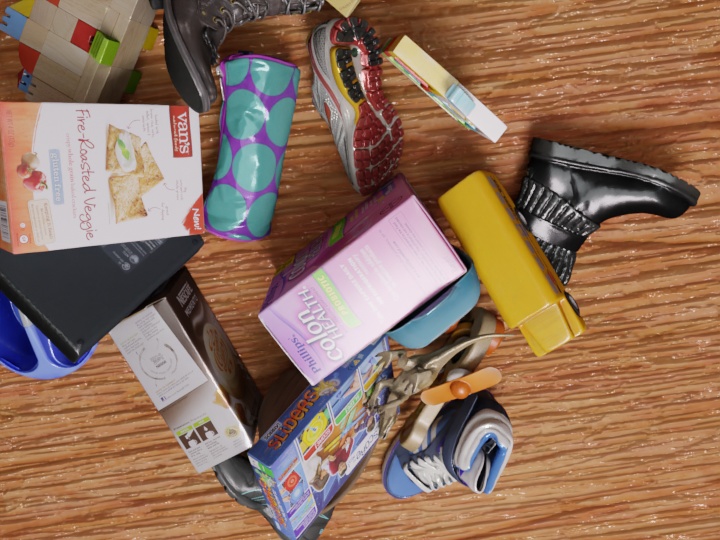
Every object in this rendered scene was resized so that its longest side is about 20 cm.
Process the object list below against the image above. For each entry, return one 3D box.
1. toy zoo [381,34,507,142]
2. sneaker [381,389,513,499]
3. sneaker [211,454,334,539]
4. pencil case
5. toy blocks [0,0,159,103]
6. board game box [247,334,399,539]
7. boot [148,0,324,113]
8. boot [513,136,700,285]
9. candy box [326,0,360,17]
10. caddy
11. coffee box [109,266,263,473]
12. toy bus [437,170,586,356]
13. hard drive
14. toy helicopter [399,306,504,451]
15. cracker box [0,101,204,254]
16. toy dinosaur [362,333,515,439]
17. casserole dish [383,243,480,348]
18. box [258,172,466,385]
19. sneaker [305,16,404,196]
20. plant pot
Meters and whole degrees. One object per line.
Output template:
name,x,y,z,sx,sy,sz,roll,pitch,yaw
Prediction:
toy zoo,0.080,-0.187,0.709,0.130,0.200,0.021,38,102,-12
sneaker,0.105,0.239,0.863,0.080,0.147,0.200,43,100,-14
sneaker,-0.115,0.280,0.913,0.079,0.075,0.200,-45,111,-4
pencil case,-0.127,-0.135,0.773,0.090,0.085,0.205,6,106,-21
toy blocks,-0.308,-0.246,0.737,0.135,0.100,0.203,28,103,1
board game box,-0.031,0.176,0.766,0.034,0.200,0.137,20,138,32
boot,-0.115,-0.261,0.692,0.171,0.069,0.204,-14,78,-21
boot,0.270,-0.053,0.816,0.207,0.079,0.161,16,100,8
candy box,-0.057,-0.362,0.692,0.198,0.118,0.056,37,144,-12
caddy,-0.365,0.021,0.795,0.138,0.105,0.205,-6,107,0
coffee box,-0.200,0.115,0.828,0.078,0.115,0.203,-26,107,6
toy bus,0.165,-0.007,0.762,0.065,0.078,0.203,-33,78,24
hard drive,-0.279,-0.020,0.743,0.140,0.201,0.033,47,137,-7
toy helicopter,0.105,0.138,0.841,0.078,0.133,0.203,27,104,-11
cracker box,-0.257,-0.097,0.700,0.197,0.057,0.137,-11,104,-41
toy dinosaur,0.065,0.109,0.760,0.200,0.100,0.059,-45,62,23
casserole dish,0.073,0.028,0.770,0.120,0.200,0.039,-40,101,3
box,0.000,0.000,0.770,0.199,0.176,0.097,-38,102,9
sneaker,-0.007,-0.180,0.779,0.077,0.081,0.204,-31,125,-29
plant pot,-0.059,0.184,0.845,0.091,0.199,0.206,19,110,34
